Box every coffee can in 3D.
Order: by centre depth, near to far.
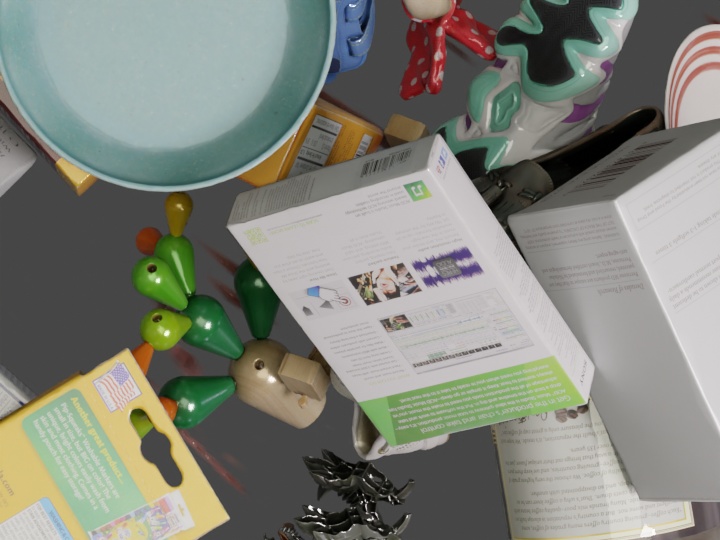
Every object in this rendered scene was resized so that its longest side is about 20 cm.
[{"bbox_3d":[0.153,0.083,1.710,0.145,0.146,0.201,-9,92,-6],"label":"coffee can"}]

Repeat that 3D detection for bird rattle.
[{"bbox_3d":[0.030,-0.215,1.694,0.112,0.163,0.201,-4,82,12],"label":"bird rattle"}]

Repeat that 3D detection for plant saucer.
[{"bbox_3d":[-0.114,-0.145,1.532,0.199,0.036,0.201,0,88,-6],"label":"plant saucer"}]

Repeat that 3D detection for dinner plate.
[{"bbox_3d":[0.254,-0.063,1.727,0.024,0.200,0.201,-22,95,38],"label":"dinner plate"}]

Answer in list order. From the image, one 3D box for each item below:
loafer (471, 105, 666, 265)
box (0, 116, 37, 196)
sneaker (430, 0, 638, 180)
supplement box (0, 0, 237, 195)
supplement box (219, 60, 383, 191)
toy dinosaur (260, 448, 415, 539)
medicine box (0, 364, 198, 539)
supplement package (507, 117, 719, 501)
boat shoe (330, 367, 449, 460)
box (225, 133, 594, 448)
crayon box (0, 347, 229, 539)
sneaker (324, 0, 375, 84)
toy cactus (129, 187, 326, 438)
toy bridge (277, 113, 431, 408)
[{"bbox_3d":[0.113,-0.053,1.650,0.199,0.072,0.063,-21,127,-32],"label":"loafer"},{"bbox_3d":[-0.347,-0.065,1.623,0.200,0.131,0.199,-40,96,25],"label":"box"},{"bbox_3d":[0.135,-0.108,1.720,0.200,0.140,0.078,-48,57,23],"label":"sneaker"},{"bbox_3d":[-0.195,-0.166,1.641,0.133,0.197,0.200,-43,94,-4],"label":"supplement box"},{"bbox_3d":[-0.045,-0.082,1.653,0.066,0.200,0.069,27,91,13],"label":"supplement box"},{"bbox_3d":[-0.012,0.201,1.733,0.199,0.102,0.137,-4,116,-20],"label":"toy dinosaur"},{"bbox_3d":[-0.232,0.181,1.689,0.200,0.103,0.182,42,86,-6],"label":"medicine box"},{"bbox_3d":[0.199,0.026,1.589,0.117,0.117,0.201,-31,101,-30],"label":"supplement package"},{"bbox_3d":[0.015,0.061,1.676,0.069,0.201,0.071,-25,53,-14],"label":"boat shoe"},{"bbox_3d":[0.032,0.017,1.564,0.144,0.036,0.200,-14,126,30],"label":"box"},{"bbox_3d":[-0.197,0.151,1.616,0.199,0.052,0.126,-31,94,-5],"label":"crayon box"},{"bbox_3d":[-0.021,-0.176,1.673,0.082,0.200,0.074,19,66,-14],"label":"sneaker"},{"bbox_3d":[-0.096,0.049,1.715,0.165,0.102,0.201,40,65,-28],"label":"toy cactus"},{"bbox_3d":[0.000,0.000,1.727,0.027,0.067,0.201,17,73,21],"label":"toy bridge"}]
